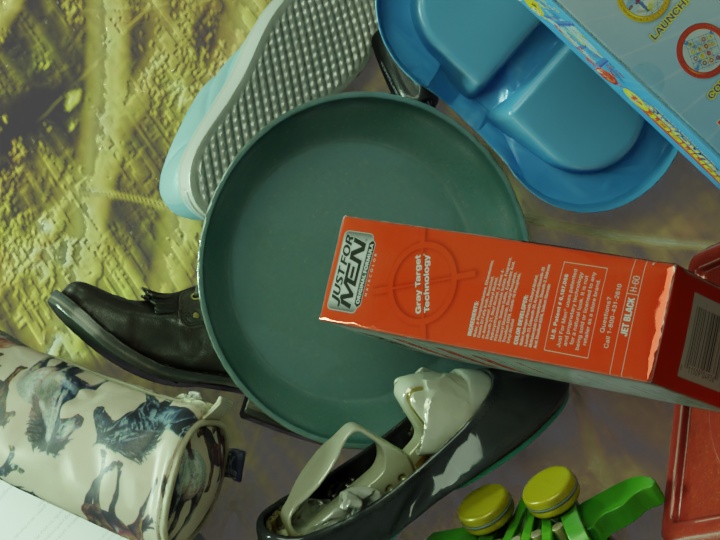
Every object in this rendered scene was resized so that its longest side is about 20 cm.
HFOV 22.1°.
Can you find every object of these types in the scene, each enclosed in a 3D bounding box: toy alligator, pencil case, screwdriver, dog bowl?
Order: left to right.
[{"bbox_3d":[-0.165,0.085,1.031,0.199,0.078,0.090,19,75,24],"label":"pencil case"},{"bbox_3d":[0.052,-0.064,1.118,0.029,0.028,0.201,-39,64,39],"label":"screwdriver"},{"bbox_3d":[0.069,0.155,0.992,0.199,0.059,0.054,-20,25,27],"label":"toy alligator"},{"bbox_3d":[0.093,-0.120,1.047,0.200,0.050,0.112,42,88,-8],"label":"dog bowl"}]

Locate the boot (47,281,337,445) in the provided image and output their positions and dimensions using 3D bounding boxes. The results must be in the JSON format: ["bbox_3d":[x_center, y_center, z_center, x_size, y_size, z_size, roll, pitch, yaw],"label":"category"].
[{"bbox_3d":[-0.065,-0.007,1.084,0.199,0.069,0.175,24,82,-13],"label":"boot"}]

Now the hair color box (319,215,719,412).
[{"bbox_3d":[0.089,0.021,0.946,0.199,0.101,0.062,9,83,36],"label":"hair color box"}]

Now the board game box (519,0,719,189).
[{"bbox_3d":[0.201,-0.162,0.933,0.196,0.056,0.200,42,87,-5],"label":"board game box"}]

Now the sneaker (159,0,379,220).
[{"bbox_3d":[-0.064,-0.116,1.157,0.200,0.074,0.082,-53,27,-21],"label":"sneaker"}]

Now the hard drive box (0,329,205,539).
[{"bbox_3d":[-0.202,0.160,1.104,0.156,0.077,0.200,-46,60,1],"label":"hard drive box"}]

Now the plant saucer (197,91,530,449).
[{"bbox_3d":[0.000,0.000,1.050,0.199,0.036,0.201,0,89,-20],"label":"plant saucer"}]

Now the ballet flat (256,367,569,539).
[{"bbox_3d":[0.025,0.100,1.003,0.200,0.073,0.073,-37,61,-6],"label":"ballet flat"}]

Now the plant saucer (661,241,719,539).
[{"bbox_3d":[0.212,0.054,0.920,0.037,0.200,0.201,14,72,-19],"label":"plant saucer"}]
